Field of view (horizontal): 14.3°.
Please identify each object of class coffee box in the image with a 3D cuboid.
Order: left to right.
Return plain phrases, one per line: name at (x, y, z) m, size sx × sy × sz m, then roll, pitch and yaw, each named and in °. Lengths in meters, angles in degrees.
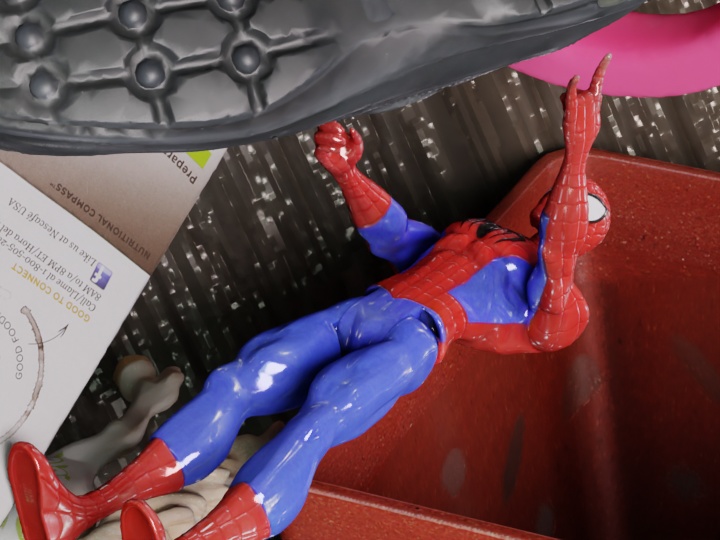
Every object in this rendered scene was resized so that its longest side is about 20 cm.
coffee box at (-0.116, -0.013, 0.762) m, size 0.080 × 0.113 × 0.201 m, roll 43°, pitch 65°, yaw -32°

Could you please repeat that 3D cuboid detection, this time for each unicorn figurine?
unicorn figurine at (-0.125, 0.087, 0.807) m, size 0.199 × 0.138 × 0.074 m, roll -30°, pitch 105°, yaw 30°

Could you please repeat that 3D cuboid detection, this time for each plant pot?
plant pot at (0.108, 0.101, 0.828) m, size 0.199 × 0.200 × 0.177 m, roll 12°, pitch 123°, yaw 25°

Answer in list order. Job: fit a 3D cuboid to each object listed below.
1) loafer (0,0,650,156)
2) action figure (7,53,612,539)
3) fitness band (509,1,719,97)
loafer at (-0.014, -0.065, 0.726) m, size 0.199 × 0.070 × 0.069 m, roll -14°, pitch 82°, yaw -19°
action figure at (0.000, 0.000, 0.747) m, size 0.199 × 0.065 × 0.100 m, roll -28°, pitch 129°, yaw -40°
fitness band at (0.062, -0.125, 0.764) m, size 0.143 × 0.038 × 0.201 m, roll 12°, pitch 141°, yaw 13°
